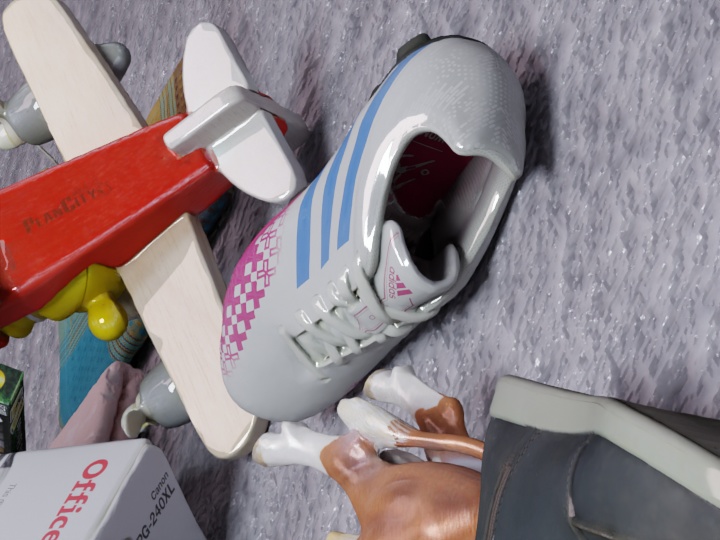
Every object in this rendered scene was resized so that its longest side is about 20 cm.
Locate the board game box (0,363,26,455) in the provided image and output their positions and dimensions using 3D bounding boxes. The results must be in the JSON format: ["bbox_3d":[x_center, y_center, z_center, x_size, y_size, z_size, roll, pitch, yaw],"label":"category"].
[{"bbox_3d":[-0.211,0.079,1.073,0.200,0.104,0.024,103,-172,-63],"label":"board game box"}]

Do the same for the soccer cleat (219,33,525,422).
[{"bbox_3d":[0.000,0.000,0.864,0.200,0.070,0.087,-59,25,32],"label":"soccer cleat"}]

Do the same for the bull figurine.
[{"bbox_3d":[-0.005,0.131,0.771,0.121,0.065,0.200,46,114,37],"label":"bull figurine"}]

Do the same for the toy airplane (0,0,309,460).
[{"bbox_3d":[-0.112,-0.023,1.060,0.141,0.198,0.201,72,-146,-67],"label":"toy airplane"}]

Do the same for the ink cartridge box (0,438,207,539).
[{"bbox_3d":[-0.182,0.158,0.995,0.199,0.084,0.145,-8,34,29],"label":"ink cartridge box"}]

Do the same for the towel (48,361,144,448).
[{"bbox_3d":[-0.178,0.172,1.177,0.200,0.032,0.191,-51,20,33],"label":"towel"}]

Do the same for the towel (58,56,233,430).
[{"bbox_3d":[-0.122,-0.017,1.244,0.200,0.022,0.147,-55,29,35],"label":"towel"}]

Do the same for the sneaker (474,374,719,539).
[{"bbox_3d":[0.081,0.092,0.614,0.200,0.074,0.107,-175,96,-77],"label":"sneaker"}]
